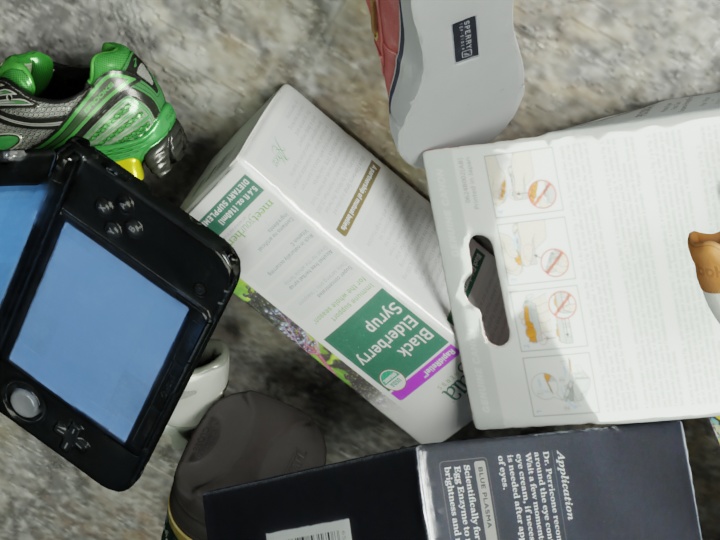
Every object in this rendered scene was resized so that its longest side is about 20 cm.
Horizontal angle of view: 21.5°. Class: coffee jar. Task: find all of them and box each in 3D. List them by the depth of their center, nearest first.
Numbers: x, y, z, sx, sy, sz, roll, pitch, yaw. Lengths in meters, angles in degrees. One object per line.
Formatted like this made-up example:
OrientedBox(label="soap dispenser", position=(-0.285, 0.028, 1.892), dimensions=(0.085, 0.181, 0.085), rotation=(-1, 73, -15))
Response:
OrientedBox(label="coffee jar", position=(-0.081, 0.168, 1.186), dimensions=(0.085, 0.105, 0.201), rotation=(22, 138, 4))

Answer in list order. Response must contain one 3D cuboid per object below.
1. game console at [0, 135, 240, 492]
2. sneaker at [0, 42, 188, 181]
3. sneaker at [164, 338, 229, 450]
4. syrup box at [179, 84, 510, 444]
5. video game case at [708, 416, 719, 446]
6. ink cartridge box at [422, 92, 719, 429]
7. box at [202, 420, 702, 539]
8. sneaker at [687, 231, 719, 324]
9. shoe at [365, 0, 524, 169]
OrientedBox(label="game console", position=(-0.188, 0.037, 1.033), dimensions=(0.175, 0.116, 0.201), rotation=(35, 128, 6))
OrientedBox(label="sneaker", position=(-0.199, -0.082, 1.080), dimensions=(0.199, 0.078, 0.086), rotation=(-13, 115, 17))
OrientedBox(label="sneaker", position=(-0.170, 0.030, 1.152), dimensions=(0.199, 0.074, 0.089), rotation=(23, 132, -11))
OrientedBox(label="syrup box", position=(0.000, 0.000, 1.057), dimensions=(0.200, 0.082, 0.079), rotation=(40, 130, -11))
OrientedBox(label="video game case", position=(0.284, 0.093, 1.004), dimensions=(0.181, 0.036, 0.201), rotation=(-22, 90, 31))
OrientedBox(label="ink cartridge box", position=(0.144, -0.003, 0.989), dimensions=(0.199, 0.047, 0.161), rotation=(-6, 105, 22))
OrientedBox(label="box", position=(0.051, 0.157, 1.043), dimensions=(0.196, 0.199, 0.118), rotation=(-18, 76, 49))
OrientedBox(label="sneaker", position=(0.243, -0.046, 0.893), dimensions=(0.200, 0.073, 0.085), rotation=(-38, 108, -2))
OrientedBox(label="shoe", position=(0.034, -0.137, 0.953), dimensions=(0.071, 0.091, 0.200), rotation=(-20, 154, -7))
